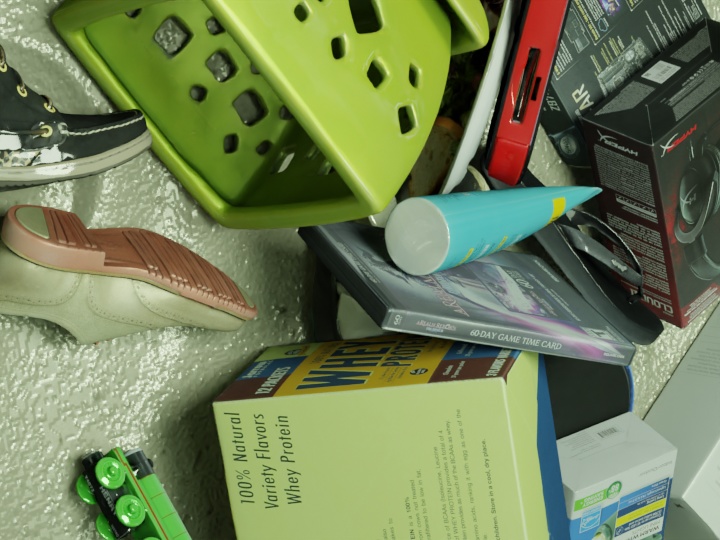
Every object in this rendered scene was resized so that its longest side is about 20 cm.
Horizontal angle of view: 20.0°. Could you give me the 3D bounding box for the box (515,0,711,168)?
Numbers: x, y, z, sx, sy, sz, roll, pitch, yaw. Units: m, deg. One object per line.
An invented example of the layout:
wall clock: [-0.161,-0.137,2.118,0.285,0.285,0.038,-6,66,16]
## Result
box: [0.175,-0.205,1.554,0.160,0.043,0.201,-43,115,-21]

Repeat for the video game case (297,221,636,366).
video game case: [0.071,0.013,1.372,0.198,0.143,0.019,11,111,-31]

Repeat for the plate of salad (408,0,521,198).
plate of salad: [0.068,-0.134,1.420,0.048,0.200,0.202,17,85,-3]

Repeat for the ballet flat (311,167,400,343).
ballet flat: [0.000,0.000,1.449,0.067,0.068,0.202,-10,100,-29]

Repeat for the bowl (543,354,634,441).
bowl: [0.123,0.121,1.512,0.199,0.039,0.202,-22,129,-29]

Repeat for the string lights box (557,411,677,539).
string lights box: [0.172,0.216,1.543,0.102,0.059,0.202,-18,127,-30]

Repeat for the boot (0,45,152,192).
boot: [-0.231,-0.129,1.292,0.198,0.073,0.152,-11,100,-25]

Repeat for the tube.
tube: [0.090,-0.033,1.401,0.199,0.077,0.051,-12,82,-56]

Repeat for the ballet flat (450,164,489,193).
ballet flat: [0.081,0.017,1.517,0.057,0.066,0.202,-33,121,-57]

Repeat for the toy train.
toy train: [-0.124,0.205,1.364,0.056,0.042,0.201,-20,77,-43]

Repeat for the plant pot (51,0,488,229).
plant pot: [-0.048,-0.162,1.335,0.200,0.198,0.182,50,63,-24]

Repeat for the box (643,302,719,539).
box: [0.312,0.132,1.642,0.124,0.097,0.201,46,71,-27]

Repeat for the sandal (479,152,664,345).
sandal: [0.167,-0.020,1.530,0.043,0.076,0.200,-38,108,15]

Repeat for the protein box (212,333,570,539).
protein box: [0.028,0.154,1.384,0.135,0.198,0.201,-44,126,-69]

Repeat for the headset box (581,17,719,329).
headset box: [0.258,-0.067,1.573,0.148,0.077,0.201,-37,131,-26]

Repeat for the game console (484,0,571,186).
game console: [0.122,-0.168,1.407,0.031,0.177,0.202,15,104,2]

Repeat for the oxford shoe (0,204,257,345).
oxford shoe: [-0.161,0.014,1.362,0.199,0.071,0.074,18,110,-33]
